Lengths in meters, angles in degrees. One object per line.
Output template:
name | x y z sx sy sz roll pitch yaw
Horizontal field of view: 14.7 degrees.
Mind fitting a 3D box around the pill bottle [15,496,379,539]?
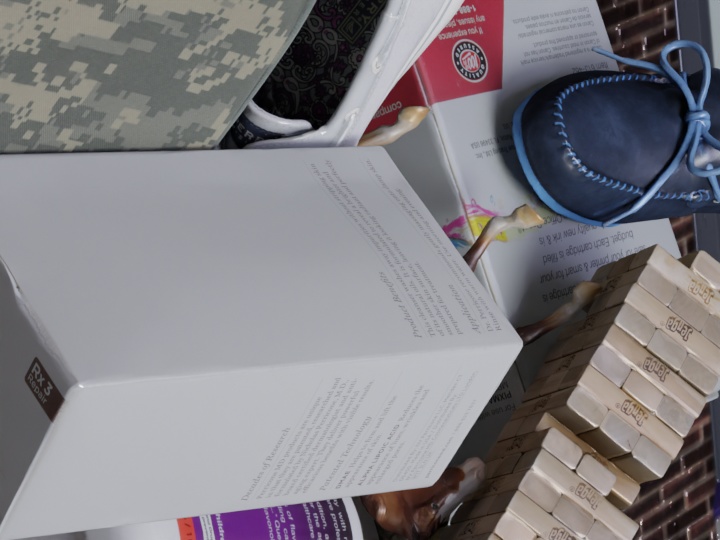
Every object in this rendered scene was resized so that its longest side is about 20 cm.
pill bottle | -0.072 0.112 1.068 0.200 0.112 0.113 10 89 -60

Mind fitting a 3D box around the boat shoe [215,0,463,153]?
boat shoe | -0.028 -0.059 1.062 0.200 0.072 0.068 -49 164 17

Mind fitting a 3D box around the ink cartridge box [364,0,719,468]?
ink cartridge box | 0.062 -0.017 1.225 0.145 0.083 0.201 -15 86 -51

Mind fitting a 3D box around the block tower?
block tower | 0.085 0.081 1.116 0.054 0.058 0.200 37 67 -12

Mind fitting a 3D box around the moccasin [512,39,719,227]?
moccasin | 0.145 -0.065 1.220 0.200 0.068 0.081 -8 80 -50

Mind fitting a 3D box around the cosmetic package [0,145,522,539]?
cosmetic package | -0.056 0.021 0.980 0.199 0.113 0.081 -3 136 -38

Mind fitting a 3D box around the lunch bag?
lunch bag | -0.133 -0.128 0.977 0.200 0.168 0.140 10 127 -48

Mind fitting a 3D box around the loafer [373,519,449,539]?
loafer | 0.034 0.149 1.211 0.200 0.068 0.076 99 -9 -74

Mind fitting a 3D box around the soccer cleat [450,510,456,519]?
soccer cleat | 0.012 0.091 1.256 0.200 0.070 0.087 26 81 -42

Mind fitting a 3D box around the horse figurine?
horse figurine | 0.000 0.000 1.127 0.133 0.200 0.050 -45 177 -2
